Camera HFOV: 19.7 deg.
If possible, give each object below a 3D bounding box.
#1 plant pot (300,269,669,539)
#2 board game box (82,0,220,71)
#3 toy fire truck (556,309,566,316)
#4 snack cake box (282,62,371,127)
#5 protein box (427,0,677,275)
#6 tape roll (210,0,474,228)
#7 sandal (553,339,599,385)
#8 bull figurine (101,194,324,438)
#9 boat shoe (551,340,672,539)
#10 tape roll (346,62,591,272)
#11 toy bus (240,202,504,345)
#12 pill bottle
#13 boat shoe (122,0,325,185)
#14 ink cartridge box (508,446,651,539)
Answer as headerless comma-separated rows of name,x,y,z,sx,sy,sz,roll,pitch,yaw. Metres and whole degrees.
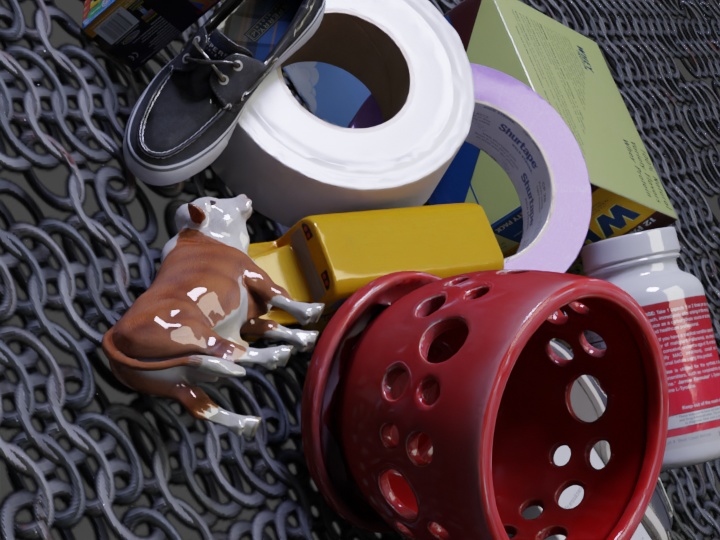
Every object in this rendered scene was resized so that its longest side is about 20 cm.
plant pot,0.077,0.093,1.358,0.200,0.182,0.202,-11,105,-44
board game box,-0.108,-0.259,1.465,0.057,0.200,0.166,37,32,-31
toy fire truck,0.106,0.022,1.707,0.141,0.049,0.200,55,25,-6
snack cake box,-0.009,-0.176,1.704,0.201,0.067,0.115,56,27,-2
protein box,0.146,-0.111,1.829,0.200,0.135,0.200,16,47,-54
tape roll,-0.021,-0.128,1.506,0.201,0.071,0.204,8,60,-14
sandal,0.163,0.140,1.656,0.201,0.081,0.055,66,-17,-9
bull figurine,-0.090,0.025,1.313,0.121,0.065,0.200,24,35,6
boat shoe,0.183,0.138,1.614,0.201,0.072,0.063,60,31,-5
tape roll,0.074,-0.057,1.592,0.199,0.066,0.202,6,68,-16
toy bus,0.000,0.000,1.448,0.199,0.078,0.065,-6,68,-40
pill bottle,0.250,0.070,1.783,0.112,0.112,0.202,-3,80,-61
boat shoe,-0.089,-0.144,1.410,0.070,0.066,0.200,38,66,13
ink cartridge box,0.148,0.208,1.530,0.201,0.083,0.147,58,25,-1
